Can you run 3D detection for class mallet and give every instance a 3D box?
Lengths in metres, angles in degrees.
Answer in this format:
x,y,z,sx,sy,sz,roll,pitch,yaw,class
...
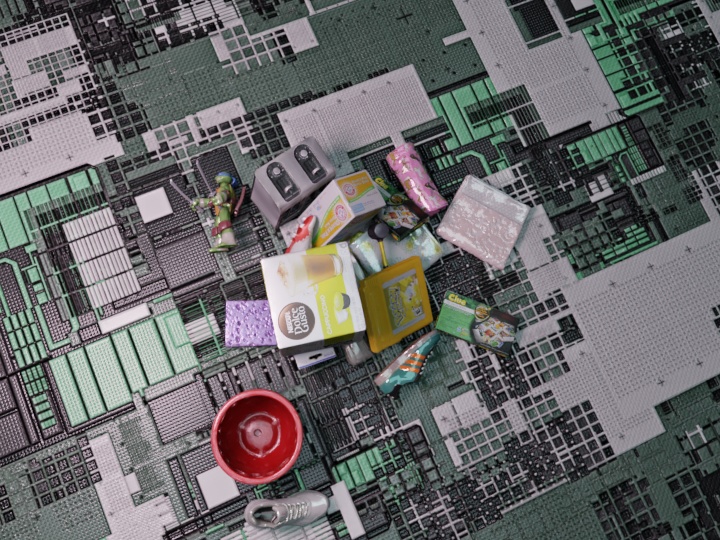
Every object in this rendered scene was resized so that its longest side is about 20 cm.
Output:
x,y,z,sx,sy,sz,roll,pitch,yaw,class
0.062,-0.020,1.688,0.041,0.066,0.202,-13,85,-16,mallet

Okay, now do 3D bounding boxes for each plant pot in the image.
x,y,z,sx,sy,sz,roll,pitch,yaw,class
-0.230,0.373,1.577,0.198,0.183,0.202,1,77,-6,plant pot

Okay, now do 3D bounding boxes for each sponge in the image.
x,y,z,sx,sy,sz,roll,pitch,yaw,class
-0.230,0.128,1.707,0.198,0.030,0.113,-1,79,-7,sponge

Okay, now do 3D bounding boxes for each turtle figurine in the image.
x,y,z,sx,sy,sz,roll,pitch,yaw,class
-0.371,-0.145,1.694,0.143,0.200,0.196,-12,82,26,turtle figurine

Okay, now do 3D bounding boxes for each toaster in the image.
x,y,z,sx,sy,sz,roll,pitch,yaw,class
-0.173,-0.210,1.711,0.180,0.200,0.119,-36,86,-20,toaster

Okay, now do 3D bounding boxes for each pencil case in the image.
x,y,z,sx,sy,sz,roll,pitch,yaw,class
0.145,-0.232,1.795,0.082,0.087,0.201,-31,84,7,pencil case

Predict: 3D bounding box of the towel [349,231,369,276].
x,y,z,sx,sy,sz,roll,pitch,yaw,class
0.000,0.000,1.764,0.085,0.018,0.202,13,77,-4,towel

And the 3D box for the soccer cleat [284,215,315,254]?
x,y,z,sx,sy,sz,roll,pitch,yaw,class
-0.141,-0.045,1.696,0.085,0.069,0.201,26,116,-10,soccer cleat

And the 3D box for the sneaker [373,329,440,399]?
x,y,z,sx,sy,sz,roll,pitch,yaw,class
0.129,0.231,1.706,0.200,0.071,0.080,-41,88,-6,sneaker

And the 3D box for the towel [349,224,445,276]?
x,y,z,sx,sy,sz,roll,pitch,yaw,class
0.094,-0.053,1.757,0.200,0.048,0.172,-37,88,-16,towel

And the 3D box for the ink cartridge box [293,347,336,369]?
x,y,z,sx,sy,sz,roll,pitch,yaw,class
-0.135,0.130,1.683,0.099,0.039,0.202,-16,79,-10,ink cartridge box

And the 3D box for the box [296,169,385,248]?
x,y,z,sx,sy,sz,roll,pitch,yaw,class
-0.048,-0.140,1.680,0.112,0.200,0.102,-24,80,-40,box

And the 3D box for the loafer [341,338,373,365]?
x,y,z,sx,sy,sz,roll,pitch,yaw,class
-0.031,0.131,1.711,0.069,0.070,0.201,-22,89,-15,loafer

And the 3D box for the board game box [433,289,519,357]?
x,y,z,sx,sy,sz,roll,pitch,yaw,class
0.293,0.133,1.756,0.199,0.023,0.106,22,78,-2,board game box

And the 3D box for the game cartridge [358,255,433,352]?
x,y,z,sx,sy,sz,roll,pitch,yaw,class
0.086,0.078,1.673,0.199,0.032,0.178,-25,108,-40,game cartridge

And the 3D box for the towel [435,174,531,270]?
x,y,z,sx,sy,sz,roll,pitch,yaw,class
0.323,-0.129,1.818,0.199,0.032,0.192,29,77,1,towel

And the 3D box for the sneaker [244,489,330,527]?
x,y,z,sx,sy,sz,roll,pitch,yaw,class
-0.165,0.552,1.589,0.198,0.099,0.079,-10,79,-8,sneaker

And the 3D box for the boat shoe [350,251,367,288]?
x,y,z,sx,sy,sz,roll,pitch,yaw,class
-0.001,0.052,1.710,0.064,0.074,0.203,-29,81,1,boat shoe

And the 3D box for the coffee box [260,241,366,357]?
x,y,z,sx,sy,sz,roll,pitch,yaw,class
-0.107,0.071,1.575,0.196,0.200,0.201,-12,79,-6,coffee box

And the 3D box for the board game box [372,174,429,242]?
x,y,z,sx,sy,sz,roll,pitch,yaw,class
0.070,-0.159,1.751,0.104,0.024,0.200,-36,56,-16,board game box
